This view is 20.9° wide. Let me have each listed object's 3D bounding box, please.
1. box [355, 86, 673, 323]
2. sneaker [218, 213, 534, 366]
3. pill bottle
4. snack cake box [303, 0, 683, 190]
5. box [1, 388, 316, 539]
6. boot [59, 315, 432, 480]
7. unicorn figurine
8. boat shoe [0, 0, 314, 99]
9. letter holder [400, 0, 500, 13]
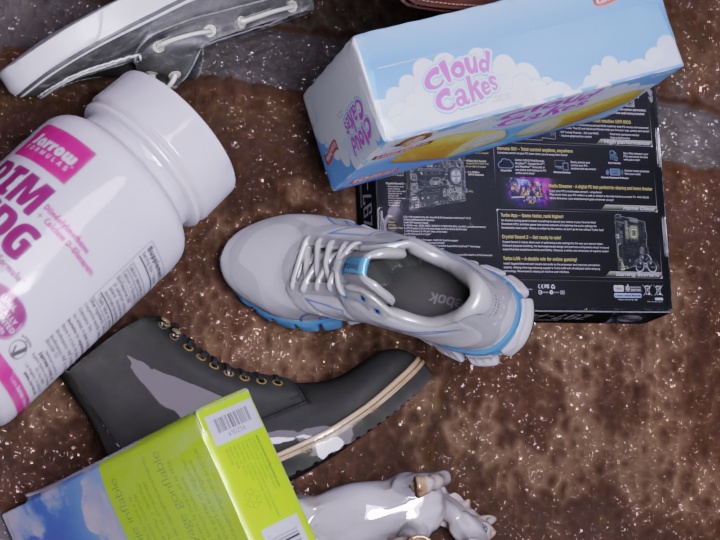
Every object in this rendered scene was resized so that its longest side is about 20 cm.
[{"bbox_3d":[0.097,-0.048,1.253,0.199,0.044,0.161,0,78,-17],"label":"box"},{"bbox_3d":[0.000,0.000,1.151,0.200,0.087,0.075,10,79,24],"label":"sneaker"},{"bbox_3d":[-0.174,-0.017,1.123,0.113,0.113,0.200,46,71,-4],"label":"pill bottle"},{"bbox_3d":[0.078,-0.115,1.176,0.200,0.115,0.067,-16,84,-19],"label":"snack cake box"},{"bbox_3d":[-0.110,0.155,1.080,0.048,0.200,0.122,-21,85,-45],"label":"box"},{"bbox_3d":[-0.070,0.064,1.165,0.200,0.077,0.139,-30,84,-22],"label":"boot"},{"bbox_3d":[0.011,0.151,1.152,0.199,0.137,0.074,5,87,-2],"label":"unicorn figurine"},{"bbox_3d":[-0.121,-0.142,1.189,0.200,0.071,0.064,-27,99,-14],"label":"boat shoe"},{"bbox_3d":[0.035,-0.216,1.190,0.200,0.100,0.143,-14,91,-51],"label":"letter holder"}]
